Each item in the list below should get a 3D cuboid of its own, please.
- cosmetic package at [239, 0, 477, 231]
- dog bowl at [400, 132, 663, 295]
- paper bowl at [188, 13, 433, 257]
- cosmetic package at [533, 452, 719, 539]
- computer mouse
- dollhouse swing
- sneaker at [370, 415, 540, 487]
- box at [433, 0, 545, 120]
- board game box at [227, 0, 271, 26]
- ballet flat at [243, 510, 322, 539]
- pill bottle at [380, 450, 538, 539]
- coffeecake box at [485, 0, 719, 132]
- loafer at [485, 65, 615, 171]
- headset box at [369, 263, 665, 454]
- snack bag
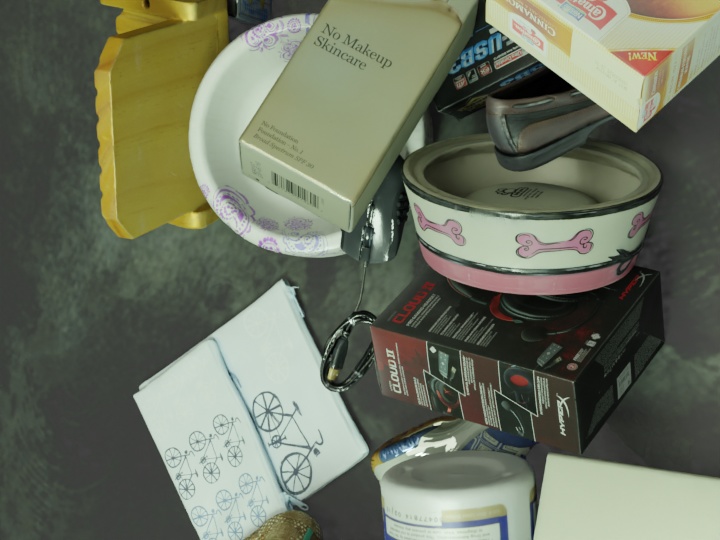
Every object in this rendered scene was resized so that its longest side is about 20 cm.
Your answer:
[{"bbox_3d":[-0.001,-0.144,1.340,0.103,0.073,0.200,28,74,7],"label":"cosmetic package"},{"bbox_3d":[0.130,-0.044,1.325,0.200,0.200,0.074,14,116,31],"label":"dog bowl"},{"bbox_3d":[-0.037,-0.110,1.457,0.200,0.104,0.201,0,88,9],"label":"paper bowl"},{"bbox_3d":[0.242,0.189,1.278,0.200,0.103,0.073,4,79,32],"label":"cosmetic package"},{"bbox_3d":[0.000,0.000,1.380,0.058,0.034,0.200,10,91,9],"label":"computer mouse"},{"bbox_3d":[-0.208,-0.139,1.500,0.182,0.176,0.200,17,116,39],"label":"dollhouse swing"},{"bbox_3d":[0.109,0.148,1.398,0.200,0.075,0.088,-27,90,28],"label":"sneaker"},{"bbox_3d":[0.125,-0.255,1.423,0.200,0.050,0.199,-26,74,26],"label":"box"},{"bbox_3d":[-0.143,-0.314,1.584,0.200,0.062,0.200,35,104,28],"label":"board game box"},{"bbox_3d":[-0.114,0.284,1.505,0.070,0.065,0.200,40,112,-10],"label":"ballet flat"},{"bbox_3d":[0.081,0.249,1.322,0.119,0.120,0.200,1,100,31],"label":"pill bottle"},{"bbox_3d":[0.216,-0.224,1.286,0.153,0.073,0.200,40,71,22],"label":"coffeecake box"},{"bbox_3d":[0.182,-0.149,1.313,0.200,0.063,0.072,-33,31,-13],"label":"loafer"},{"bbox_3d":[0.114,0.047,1.340,0.200,0.149,0.075,15,132,32],"label":"headset box"},{"bbox_3d":[-0.099,0.136,1.543,0.200,0.021,0.189,-36,68,24],"label":"snack bag"}]
